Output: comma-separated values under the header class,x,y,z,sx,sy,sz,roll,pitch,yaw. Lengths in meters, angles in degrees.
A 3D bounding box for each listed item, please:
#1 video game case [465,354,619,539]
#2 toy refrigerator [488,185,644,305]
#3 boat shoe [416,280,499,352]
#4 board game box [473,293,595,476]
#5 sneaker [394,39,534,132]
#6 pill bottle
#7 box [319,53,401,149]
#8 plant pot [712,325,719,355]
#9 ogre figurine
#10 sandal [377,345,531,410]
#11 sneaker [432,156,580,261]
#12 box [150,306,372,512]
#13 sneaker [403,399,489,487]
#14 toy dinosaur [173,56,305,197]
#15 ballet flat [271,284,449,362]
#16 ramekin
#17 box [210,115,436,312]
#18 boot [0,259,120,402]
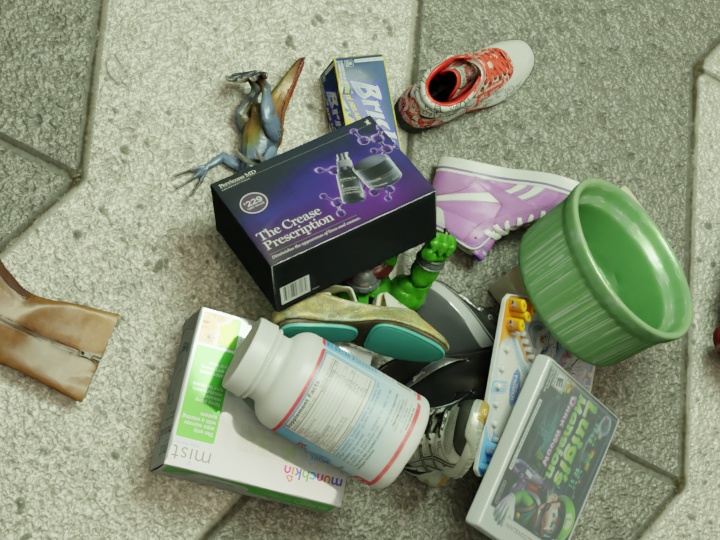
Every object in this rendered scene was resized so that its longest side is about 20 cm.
class,x,y,z,sx,sy,sz,roll,pitch,yaw
video game case,0.206,0.219,1.654,0.182,0.023,0.200,39,70,-46
toy refrigerator,0.254,-0.010,1.777,0.200,0.070,0.076,-36,87,-21
boat shoe,0.147,0.078,1.732,0.200,0.070,0.066,44,52,-1
board game box,0.211,0.134,1.678,0.200,0.026,0.201,8,92,-48
sneaker,0.140,-0.229,1.765,0.201,0.108,0.067,-27,88,-20
pill bottle,-0.037,0.133,1.542,0.200,0.109,0.109,31,72,-8
box,0.006,-0.144,1.729,0.064,0.070,0.201,-8,82,-18
plant pot,0.528,0.041,1.777,0.200,0.200,0.183,24,76,-10
ogre figurine,0.000,0.000,1.664,0.199,0.120,0.098,-13,48,-12
sandal,0.093,0.125,1.679,0.200,0.043,0.076,-16,100,6
sneaker,0.179,-0.060,1.752,0.200,0.073,0.115,9,80,10
box,-0.109,0.155,1.624,0.200,0.097,0.177,17,73,-14
sneaker,0.074,0.182,1.616,0.088,0.200,0.076,26,62,-5
toy dinosaur,-0.105,-0.134,1.690,0.200,0.105,0.182,-20,106,-31
ballet flat,0.002,0.051,1.605,0.199,0.071,0.071,9,77,-16
ramekin,0.265,0.008,1.644,0.200,0.098,0.200,32,39,-31
box,-0.039,-0.064,1.592,0.200,0.079,0.141,-26,51,-19
boot,-0.353,0.022,1.593,0.200,0.068,0.189,20,74,-12
